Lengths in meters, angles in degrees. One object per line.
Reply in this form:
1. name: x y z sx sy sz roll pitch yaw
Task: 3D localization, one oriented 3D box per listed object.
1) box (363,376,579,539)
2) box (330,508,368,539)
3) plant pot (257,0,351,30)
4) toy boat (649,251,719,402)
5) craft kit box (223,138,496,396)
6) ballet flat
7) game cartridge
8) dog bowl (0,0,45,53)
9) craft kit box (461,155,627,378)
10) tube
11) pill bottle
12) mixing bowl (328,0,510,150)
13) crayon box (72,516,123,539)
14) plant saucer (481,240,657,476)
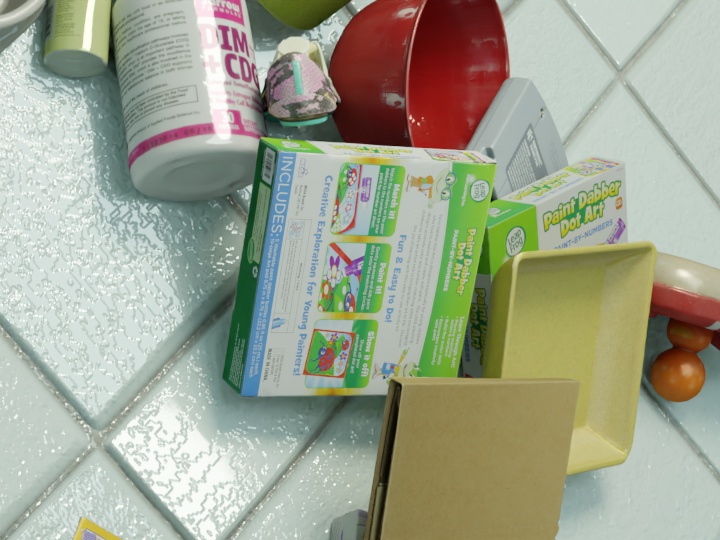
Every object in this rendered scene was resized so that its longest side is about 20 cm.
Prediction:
1. box: 0.090 0.165 1.550 0.199 0.021 0.164 2 99 -40
2. box: 0.064 0.245 1.590 0.199 0.039 0.042 25 59 -28
3. plant pot: -0.003 -0.331 1.651 0.187 0.199 0.188 44 33 -38
4. toy boat: 0.312 0.061 1.837 0.199 0.130 0.131 16 91 -32
5. craft kit box: 0.000 0.000 1.549 0.197 0.048 0.201 3 106 -26
6. ballet flat: -0.051 -0.154 1.583 0.069 0.200 0.072 -4 95 -3
7. game cartridge: 0.147 -0.065 1.742 0.134 0.040 0.201 -55 138 -36
8. dog bowl: -0.321 -0.254 1.496 0.199 0.059 0.201 17 61 -32
9. craft kit box: 0.163 0.021 1.705 0.200 0.048 0.199 -26 116 -42
10. tube: -0.222 -0.256 1.569 0.058 0.052 0.201 -1 70 1
11. pill bottle: -0.140 -0.167 1.562 0.113 0.113 0.201 3 68 -37
12. mixing bowl: 0.040 -0.161 1.684 0.200 0.108 0.201 -17 109 -60
13. crayon box: -0.189 0.291 1.359 0.125 0.052 0.201 34 53 -22
14. plant saucer: 0.165 0.074 1.653 0.199 0.048 0.201 -5 104 -47
